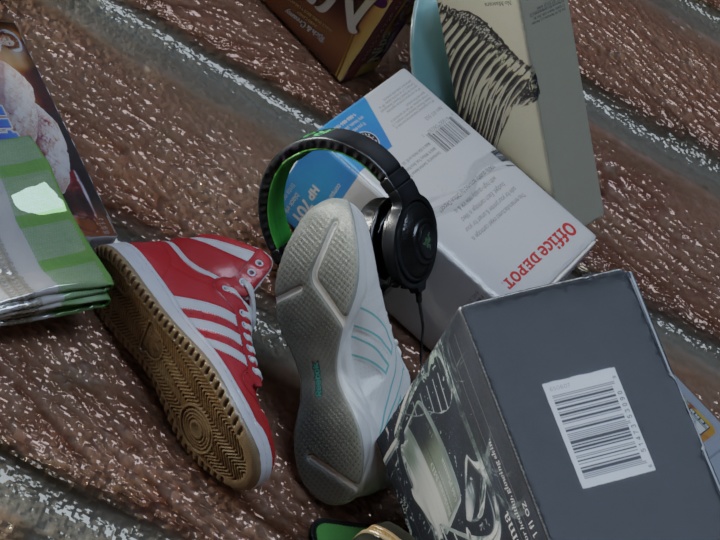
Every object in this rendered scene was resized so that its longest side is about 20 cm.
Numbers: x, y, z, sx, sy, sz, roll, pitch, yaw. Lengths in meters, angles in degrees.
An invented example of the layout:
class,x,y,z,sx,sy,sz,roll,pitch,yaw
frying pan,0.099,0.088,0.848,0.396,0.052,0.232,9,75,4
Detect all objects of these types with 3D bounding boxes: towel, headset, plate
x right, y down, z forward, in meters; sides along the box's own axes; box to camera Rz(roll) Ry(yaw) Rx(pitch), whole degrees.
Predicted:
class,x,y,z,sx,sy,sz,roll,pitch,yaw
towel,-0.270,-0.024,1.492,0.199,0.031,0.150,-11,58,-35
headset,0.000,0.000,1.631,0.201,0.123,0.094,56,37,-3
plate,0.106,-0.168,1.865,0.200,0.025,0.202,7,82,-52

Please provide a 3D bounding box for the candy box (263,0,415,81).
class,x,y,z,sx,sy,sz,roll,pitch,yaw
candy box,-0.040,-0.264,1.875,0.200,0.117,0.056,48,39,14

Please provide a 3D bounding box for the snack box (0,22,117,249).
class,x,y,z,sx,sy,sz,roll,pitch,yaw
snack box,-0.237,-0.092,1.614,0.072,0.024,0.201,-4,53,-38

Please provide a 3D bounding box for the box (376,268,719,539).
class,x,y,z,sx,sy,sz,roll,pitch,yaw
box,0.117,0.139,1.429,0.123,0.197,0.201,-12,66,-20

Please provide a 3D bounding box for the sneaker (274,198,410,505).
class,x,y,z,sx,sy,sz,roll,pitch,yaw
sneaker,-0.007,0.053,1.564,0.080,0.070,0.202,-2,89,-54

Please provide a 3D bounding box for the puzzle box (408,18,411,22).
class,x,y,z,sx,sy,sz,roll,pitch,yaw
puzzle box,0.101,-0.278,1.931,0.132,0.200,0.026,13,43,-26

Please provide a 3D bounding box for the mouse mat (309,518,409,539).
class,x,y,z,sx,sy,sz,roll,pitch,yaw
mouse mat,0.066,0.236,1.523,0.199,0.008,0.162,10,45,-29

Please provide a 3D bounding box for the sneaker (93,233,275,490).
class,x,y,z,sx,sy,sz,roll,pitch,yaw
sneaker,-0.087,0.052,1.544,0.112,0.071,0.200,-13,56,-41

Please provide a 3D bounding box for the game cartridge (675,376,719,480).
class,x,y,z,sx,sy,sz,roll,pitch,yaw
game cartridge,0.199,0.114,1.733,0.200,0.042,0.133,47,34,13

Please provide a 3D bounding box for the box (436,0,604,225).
class,x,y,z,sx,sy,sz,roll,pitch,yaw
box,0.123,-0.127,1.798,0.068,0.082,0.202,-28,111,-49

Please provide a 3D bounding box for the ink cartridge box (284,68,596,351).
class,x,y,z,sx,sy,sz,roll,pitch,yaw
ink cartridge box,0.055,-0.037,1.736,0.200,0.086,0.146,43,38,6

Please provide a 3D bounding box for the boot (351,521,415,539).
class,x,y,z,sx,sy,sz,roll,pitch,yaw
boot,0.005,0.252,1.399,0.138,0.078,0.201,-9,59,-35
